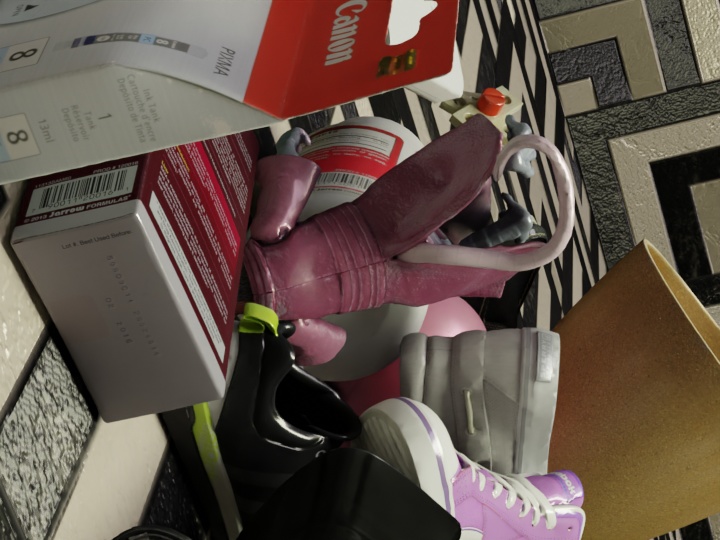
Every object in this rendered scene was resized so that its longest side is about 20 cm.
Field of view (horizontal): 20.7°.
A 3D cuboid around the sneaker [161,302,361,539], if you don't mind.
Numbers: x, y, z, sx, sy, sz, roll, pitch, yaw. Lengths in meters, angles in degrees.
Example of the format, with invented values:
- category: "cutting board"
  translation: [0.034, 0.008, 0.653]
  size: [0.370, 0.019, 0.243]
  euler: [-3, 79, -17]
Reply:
- category: "sneaker"
  translation: [-0.036, 0.101, 0.990]
  size: [0.072, 0.083, 0.200]
  euler: [-87, 160, -50]

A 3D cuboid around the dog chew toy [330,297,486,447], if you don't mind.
- category: "dog chew toy"
  translation: [0.035, 0.067, 1.273]
  size: [0.125, 0.124, 0.200]
  euler: [56, 16, -58]

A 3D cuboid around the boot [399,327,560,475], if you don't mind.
- category: "boot"
  translation: [0.061, 0.096, 1.135]
  size: [0.200, 0.095, 0.074]
  euler: [89, 6, -51]

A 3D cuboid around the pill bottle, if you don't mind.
- category: "pill bottle"
  translation: [-0.006, -0.023, 1.181]
  size: [0.200, 0.112, 0.112]
  euler: [-71, 146, -67]

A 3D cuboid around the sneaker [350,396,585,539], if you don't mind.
- category: "sneaker"
  translation: [0.062, 0.118, 1.047]
  size: [0.073, 0.114, 0.201]
  euler: [45, -21, 38]

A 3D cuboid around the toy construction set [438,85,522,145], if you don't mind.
- category: "toy construction set"
  translation: [0.060, -0.032, 1.391]
  size: [0.092, 0.131, 0.200]
  euler: [44, -47, 37]

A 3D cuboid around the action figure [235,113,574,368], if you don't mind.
- category: "action figure"
  translation: [0.000, 0.000, 1.007]
  size: [0.149, 0.200, 0.134]
  euler: [-143, -144, -66]

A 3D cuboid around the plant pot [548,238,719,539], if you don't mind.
- category: "plant pot"
  translation: [0.167, 0.113, 1.325]
  size: [0.186, 0.200, 0.186]
  euler: [50, 12, -14]

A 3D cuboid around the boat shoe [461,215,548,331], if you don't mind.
- category: "boat shoe"
  translation: [0.090, 0.055, 1.385]
  size: [0.072, 0.068, 0.200]
  euler: [-2, 121, -53]

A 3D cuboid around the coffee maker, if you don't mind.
- category: "coffee maker"
  translation: [-0.019, 0.155, 0.869]
  size: [0.192, 0.135, 0.200]
  euler: [63, 9, -9]

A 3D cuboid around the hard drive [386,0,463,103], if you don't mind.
- category: "hard drive"
  translation: [0.017, -0.170, 1.102]
  size: [0.200, 0.026, 0.132]
  euler: [5, 74, -76]

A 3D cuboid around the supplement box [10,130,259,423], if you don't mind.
- category: "supplement box"
  translation: [-0.098, -0.038, 0.909]
  size: [0.200, 0.061, 0.109]
  euler: [-85, 158, -53]

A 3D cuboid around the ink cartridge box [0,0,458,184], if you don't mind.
- category: "ink cartridge box"
  translation: [-0.060, -0.108, 0.822]
  size: [0.160, 0.200, 0.047]
  euler: [-81, 156, -60]
